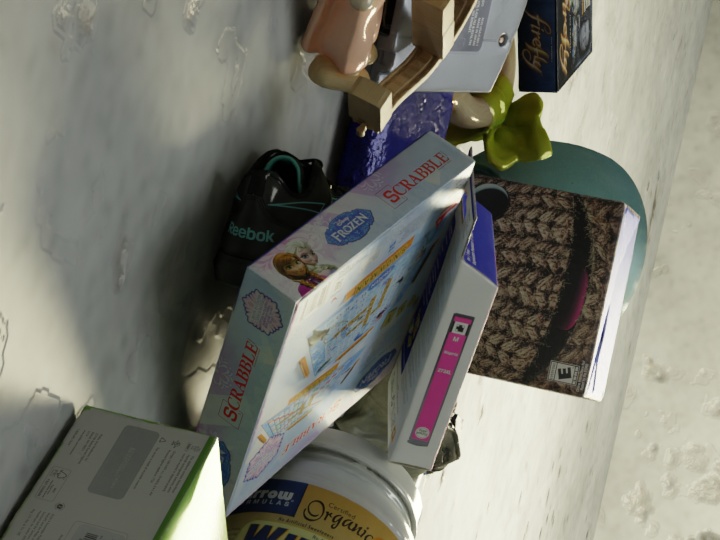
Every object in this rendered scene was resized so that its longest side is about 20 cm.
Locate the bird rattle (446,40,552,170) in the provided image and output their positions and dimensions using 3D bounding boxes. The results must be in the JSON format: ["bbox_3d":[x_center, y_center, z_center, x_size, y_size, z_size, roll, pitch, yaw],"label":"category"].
[{"bbox_3d":[0.104,-0.187,1.691,0.163,0.112,0.201,12,86,-59],"label":"bird rattle"}]

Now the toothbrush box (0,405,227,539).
[{"bbox_3d":[-0.136,0.201,1.118,0.146,0.086,0.201,-62,159,-46],"label":"toothbrush box"}]

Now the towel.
[{"bbox_3d":[0.031,-0.147,1.551,0.148,0.049,0.201,24,78,-67],"label":"towel"}]

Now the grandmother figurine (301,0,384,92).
[{"bbox_3d":[0.009,-0.211,1.309,0.122,0.060,0.201,-90,-167,-50],"label":"grandmother figurine"}]

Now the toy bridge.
[{"bbox_3d":[0.049,-0.168,1.366,0.200,0.027,0.067,-57,165,-21],"label":"toy bridge"}]

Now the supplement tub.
[{"bbox_3d":[-0.046,0.217,1.343,0.145,0.144,0.200,86,21,-45],"label":"supplement tub"}]

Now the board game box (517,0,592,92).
[{"bbox_3d":[0.157,-0.257,1.621,0.136,0.034,0.201,-48,139,-63],"label":"board game box"}]

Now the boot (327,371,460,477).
[{"bbox_3d":[0.002,0.110,1.489,0.068,0.130,0.200,57,-14,38],"label":"boot"}]

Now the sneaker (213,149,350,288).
[{"bbox_3d":[-0.034,-0.040,1.330,0.200,0.075,0.080,-34,131,-69],"label":"sneaker"}]

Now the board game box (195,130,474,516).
[{"bbox_3d":[-0.021,0.033,1.285,0.200,0.041,0.200,-38,156,-45],"label":"board game box"}]

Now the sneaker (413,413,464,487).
[{"bbox_3d":[0.036,0.165,1.726,0.111,0.076,0.201,64,32,-51],"label":"sneaker"}]

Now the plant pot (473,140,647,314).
[{"bbox_3d":[0.134,-0.032,1.783,0.134,0.199,0.201,21,79,-45],"label":"plant pot"}]

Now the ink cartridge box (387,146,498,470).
[{"bbox_3d":[0.059,0.027,1.347,0.095,0.037,0.201,-89,-168,-58],"label":"ink cartridge box"}]

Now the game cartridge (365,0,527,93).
[{"bbox_3d":[0.072,-0.225,1.425,0.133,0.041,0.201,-2,111,-41],"label":"game cartridge"}]

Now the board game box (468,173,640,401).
[{"bbox_3d":[0.112,0.008,1.651,0.097,0.199,0.160,21,81,-74],"label":"board game box"}]
